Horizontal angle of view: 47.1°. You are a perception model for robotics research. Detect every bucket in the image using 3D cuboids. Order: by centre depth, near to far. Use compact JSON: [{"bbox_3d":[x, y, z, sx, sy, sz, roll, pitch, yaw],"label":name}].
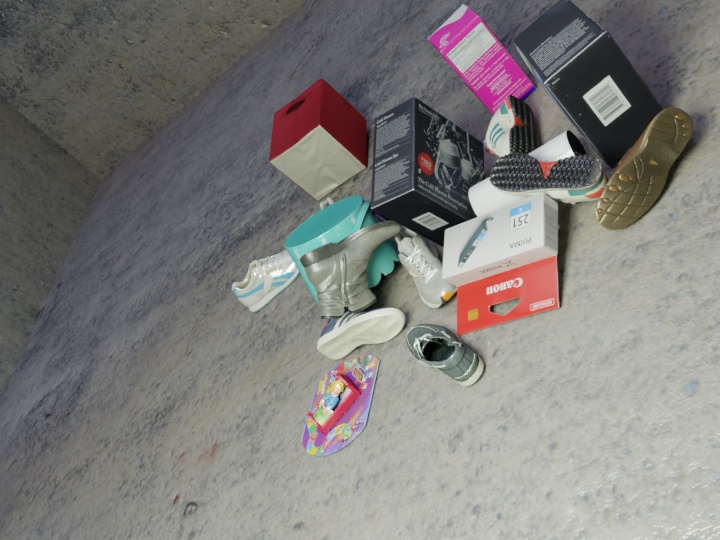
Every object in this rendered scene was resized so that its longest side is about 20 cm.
[{"bbox_3d":[-0.037,-0.040,1.580,0.206,0.136,0.208,-28,19,11],"label":"bucket"}]

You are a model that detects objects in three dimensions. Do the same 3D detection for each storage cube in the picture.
[{"bbox_3d":[-0.097,-0.313,1.998,0.170,0.200,0.181,-30,40,28],"label":"storage cube"}]

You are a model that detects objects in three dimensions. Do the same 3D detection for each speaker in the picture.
[{"bbox_3d":[0.283,-0.151,1.383,0.199,0.081,0.082,-30,33,31],"label":"speaker"}]

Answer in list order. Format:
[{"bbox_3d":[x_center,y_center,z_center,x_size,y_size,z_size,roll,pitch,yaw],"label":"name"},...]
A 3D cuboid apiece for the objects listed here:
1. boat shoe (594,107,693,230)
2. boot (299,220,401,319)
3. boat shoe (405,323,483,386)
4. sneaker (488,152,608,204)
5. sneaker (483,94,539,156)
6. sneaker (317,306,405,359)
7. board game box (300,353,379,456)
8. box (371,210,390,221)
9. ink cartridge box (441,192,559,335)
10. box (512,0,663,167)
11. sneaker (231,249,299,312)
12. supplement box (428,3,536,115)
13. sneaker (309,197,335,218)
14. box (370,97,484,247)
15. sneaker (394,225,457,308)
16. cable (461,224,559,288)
[{"bbox_3d":[0.414,-0.144,1.220,0.201,0.072,0.068,-56,-5,2],"label":"boat shoe"},{"bbox_3d":[0.000,0.000,1.448,0.198,0.132,0.068,-24,0,-11],"label":"boot"},{"bbox_3d":[0.119,0.118,1.297,0.073,0.062,0.200,-53,28,-3],"label":"boat shoe"},{"bbox_3d":[0.298,-0.133,1.297,0.198,0.093,0.071,5,69,41],"label":"sneaker"},{"bbox_3d":[0.271,-0.231,1.516,0.093,0.070,0.201,-48,25,40],"label":"sneaker"},{"bbox_3d":[0.001,0.089,1.484,0.199,0.075,0.085,-24,39,37],"label":"sneaker"},{"bbox_3d":[-0.048,0.220,1.424,0.157,0.039,0.201,-24,36,37],"label":"board game box"},{"bbox_3d":[0.119,-0.158,1.666,0.144,0.036,0.199,-55,30,-13],"label":"box"},{"bbox_3d":[0.215,-0.008,1.287,0.199,0.044,0.178,-21,54,42],"label":"ink cartridge box"},{"bbox_3d":[0.367,-0.306,1.335,0.123,0.200,0.199,-38,29,18],"label":"box"},{"bbox_3d":[-0.203,0.003,1.867,0.200,0.081,0.077,-44,27,5],"label":"sneaker"},{"bbox_3d":[0.241,-0.411,1.636,0.103,0.200,0.101,-40,29,12],"label":"supplement box"},{"bbox_3d":[-0.083,-0.066,1.759,0.075,0.092,0.201,-19,40,41],"label":"sneaker"},{"bbox_3d":[0.122,-0.169,1.456,0.104,0.199,0.184,-21,58,40],"label":"box"},{"bbox_3d":[0.105,-0.009,1.443,0.076,0.092,0.200,-43,30,7],"label":"sneaker"},{"bbox_3d":[0.237,-0.046,1.347,0.199,0.050,0.098,-33,33,24],"label":"cable"}]
